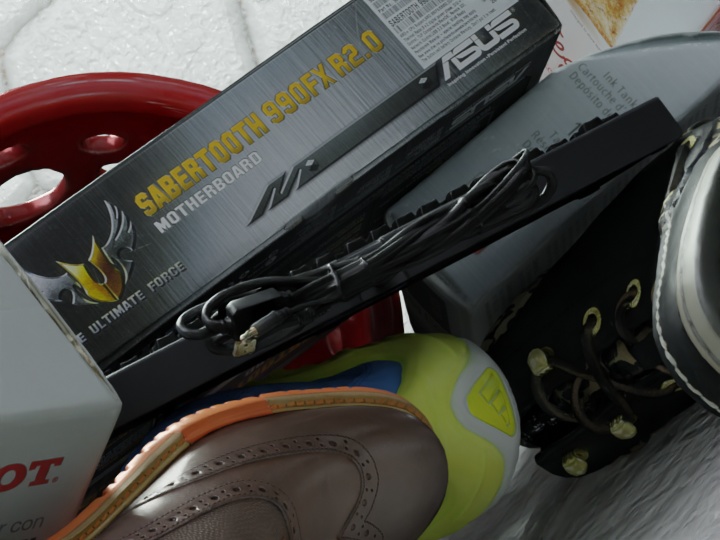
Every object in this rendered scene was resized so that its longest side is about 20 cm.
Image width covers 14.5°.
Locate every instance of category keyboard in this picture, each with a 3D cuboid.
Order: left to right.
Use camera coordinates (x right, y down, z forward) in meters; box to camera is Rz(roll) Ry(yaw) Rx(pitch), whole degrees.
[{"bbox_3d":[0.000,0.000,0.780,0.200,0.021,0.127,-28,-2,-17],"label":"keyboard"}]

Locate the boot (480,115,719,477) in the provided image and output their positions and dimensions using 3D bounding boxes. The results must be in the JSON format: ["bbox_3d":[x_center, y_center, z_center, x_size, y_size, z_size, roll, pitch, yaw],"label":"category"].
[{"bbox_3d":[0.091,0.017,0.803,0.154,0.073,0.204,-45,5,32],"label":"boot"}]

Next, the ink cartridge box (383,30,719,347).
[{"bbox_3d":[0.097,-0.049,0.953,0.200,0.050,0.162,-44,-13,-7],"label":"ink cartridge box"}]

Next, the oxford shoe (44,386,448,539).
[{"bbox_3d":[-0.040,0.086,0.697,0.200,0.071,0.073,-27,28,-38],"label":"oxford shoe"}]

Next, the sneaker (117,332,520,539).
[{"bbox_3d":[-0.050,0.070,0.839,0.105,0.076,0.200,-4,-23,-46],"label":"sneaker"}]

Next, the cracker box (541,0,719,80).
[{"bbox_3d":[0.082,-0.126,0.983,0.058,0.134,0.200,-28,-13,-27],"label":"cracker box"}]

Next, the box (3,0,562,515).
[{"bbox_3d":[-0.036,-0.008,0.898,0.200,0.048,0.158,-37,-12,-19],"label":"box"}]

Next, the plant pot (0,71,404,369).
[{"bbox_3d":[-0.092,0.050,1.048,0.200,0.200,0.183,-48,-7,-19],"label":"plant pot"}]

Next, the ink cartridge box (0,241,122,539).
[{"bbox_3d":[-0.166,0.090,0.723,0.146,0.083,0.200,-6,-49,-43],"label":"ink cartridge box"}]
